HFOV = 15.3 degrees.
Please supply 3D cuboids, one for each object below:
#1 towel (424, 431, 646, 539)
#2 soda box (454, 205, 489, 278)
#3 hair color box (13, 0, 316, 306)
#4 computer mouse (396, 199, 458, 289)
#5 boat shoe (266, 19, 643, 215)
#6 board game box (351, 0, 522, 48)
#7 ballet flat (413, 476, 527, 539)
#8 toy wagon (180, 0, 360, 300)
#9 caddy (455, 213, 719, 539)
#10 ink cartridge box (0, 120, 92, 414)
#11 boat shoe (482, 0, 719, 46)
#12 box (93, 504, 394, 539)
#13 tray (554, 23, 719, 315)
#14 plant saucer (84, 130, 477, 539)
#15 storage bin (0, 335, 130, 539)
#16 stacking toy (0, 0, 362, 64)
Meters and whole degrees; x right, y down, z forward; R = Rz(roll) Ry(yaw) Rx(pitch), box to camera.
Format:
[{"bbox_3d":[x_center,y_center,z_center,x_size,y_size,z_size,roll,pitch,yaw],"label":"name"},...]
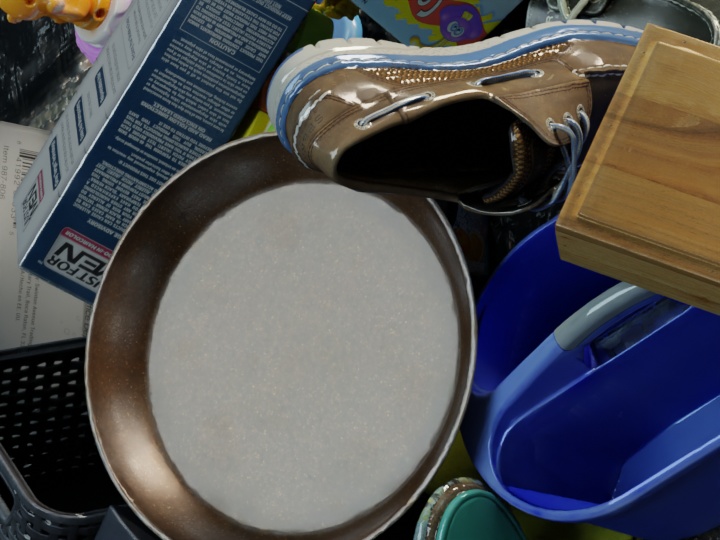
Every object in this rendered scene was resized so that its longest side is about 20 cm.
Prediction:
[{"bbox_3d":[0.065,0.078,1.267,0.086,0.018,0.200,-51,48,-6],"label":"towel"},{"bbox_3d":[-0.023,-0.015,1.392,0.200,0.068,0.064,-14,71,47],"label":"soda box"},{"bbox_3d":[-0.095,-0.087,1.310,0.200,0.060,0.100,-57,18,14],"label":"hair color box"},{"bbox_3d":[0.000,0.000,1.270,0.200,0.046,0.140,-62,31,4],"label":"computer mouse"},{"bbox_3d":[0.062,-0.058,1.161,0.072,0.200,0.072,-117,28,-47],"label":"boat shoe"},{"bbox_3d":[0.065,-0.208,1.250,0.200,0.105,0.103,-44,32,16],"label":"board game box"},{"bbox_3d":[0.056,0.182,1.195,0.074,0.074,0.200,-1,114,50],"label":"ballet flat"},{"bbox_3d":[-0.061,-0.056,1.334,0.200,0.040,0.155,-65,20,-5],"label":"toy wagon"},{"bbox_3d":[0.132,0.029,1.147,0.200,0.105,0.142,-36,52,26],"label":"caddy"},{"bbox_3d":[-0.171,0.003,1.463,0.084,0.200,0.145,-4,78,52],"label":"ink cartridge box"},{"bbox_3d":[0.107,-0.106,1.263,0.200,0.064,0.071,5,85,50],"label":"boat shoe"},{"bbox_3d":[-0.053,0.230,1.269,0.117,0.200,0.197,43,113,46],"label":"box"},{"bbox_3d":[0.188,-0.021,1.063,0.200,0.037,0.099,20,70,18],"label":"tray"},{"bbox_3d":[-0.032,0.038,1.207,0.200,0.034,0.201,-6,77,26],"label":"plant saucer"},{"bbox_3d":[-0.099,0.104,1.338,0.135,0.200,0.094,48,136,44],"label":"storage bin"},{"bbox_3d":[-0.110,-0.133,1.420,0.116,0.200,0.110,-55,45,27],"label":"stacking toy"}]
